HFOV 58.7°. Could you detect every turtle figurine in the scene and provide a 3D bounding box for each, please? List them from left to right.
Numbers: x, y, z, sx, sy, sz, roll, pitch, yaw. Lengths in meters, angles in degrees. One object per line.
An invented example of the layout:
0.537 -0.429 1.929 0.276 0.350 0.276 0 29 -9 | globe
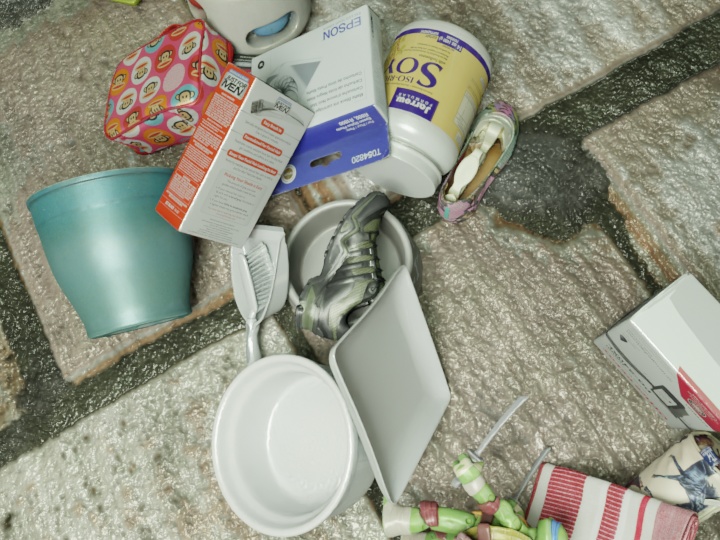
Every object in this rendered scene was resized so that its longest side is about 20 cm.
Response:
0.132 0.262 0.741 0.193 0.144 0.201 -13 72 18 | turtle figurine

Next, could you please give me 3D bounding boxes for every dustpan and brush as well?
-0.139 0.043 0.853 0.057 0.139 0.201 -17 105 -33 | dustpan and brush

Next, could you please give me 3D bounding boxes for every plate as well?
0.034 0.123 0.732 0.032 0.200 0.200 -8 113 31 | plate

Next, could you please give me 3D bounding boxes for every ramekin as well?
-0.070 0.203 0.763 0.200 0.098 0.201 -7 76 30 | ramekin

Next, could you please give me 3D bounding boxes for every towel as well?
0.252 0.300 0.694 0.023 0.200 0.144 29 76 -28 | towel

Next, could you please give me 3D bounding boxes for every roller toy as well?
-0.172 -0.421 0.957 0.199 0.140 0.183 12 65 12 | roller toy

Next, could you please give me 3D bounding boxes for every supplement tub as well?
0.081 -0.216 0.868 0.145 0.145 0.200 21 77 12 | supplement tub

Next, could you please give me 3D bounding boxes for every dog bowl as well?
-0.016 -0.005 0.866 0.200 0.059 0.201 -2 75 7 | dog bowl

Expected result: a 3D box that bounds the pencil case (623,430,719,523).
0.327 0.267 0.703 0.078 0.089 0.200 35 110 -9 | pencil case

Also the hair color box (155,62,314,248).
-0.154 -0.136 0.791 0.064 0.111 0.200 37 101 33 | hair color box

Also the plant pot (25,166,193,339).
-0.308 -0.015 0.840 0.200 0.200 0.188 -15 87 2 | plant pot

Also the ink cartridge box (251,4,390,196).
-0.059 -0.218 0.836 0.199 0.041 0.201 -14 72 30 | ink cartridge box

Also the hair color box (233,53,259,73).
-0.163 -0.214 0.940 0.099 0.061 0.201 6 76 8 | hair color box

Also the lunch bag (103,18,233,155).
-0.279 -0.273 0.928 0.200 0.082 0.177 -12 69 29 | lunch bag

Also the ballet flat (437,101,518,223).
0.166 -0.158 0.881 0.069 0.071 0.200 27 79 13 | ballet flat

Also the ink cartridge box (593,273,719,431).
0.359 0.100 0.721 0.083 0.200 0.145 -38 74 -1 | ink cartridge box

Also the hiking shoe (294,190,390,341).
0.000 0.000 0.804 0.101 0.076 0.200 28 86 2 | hiking shoe

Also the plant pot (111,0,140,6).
-0.417 -0.541 0.997 0.200 0.182 0.199 18 78 11 | plant pot
